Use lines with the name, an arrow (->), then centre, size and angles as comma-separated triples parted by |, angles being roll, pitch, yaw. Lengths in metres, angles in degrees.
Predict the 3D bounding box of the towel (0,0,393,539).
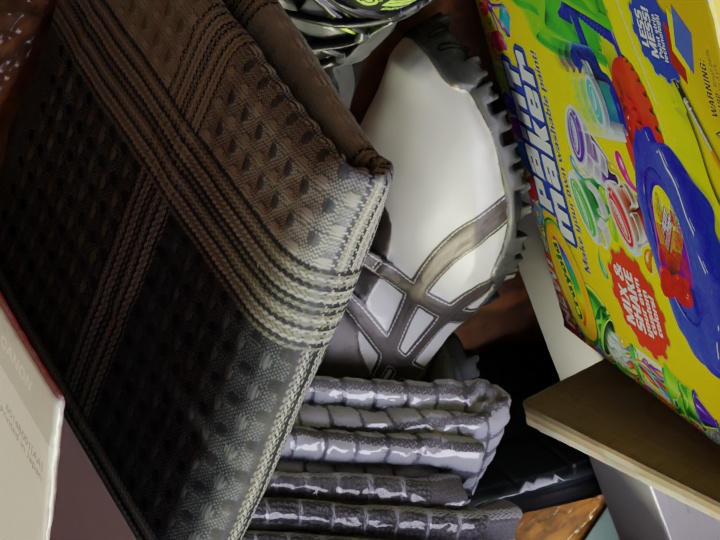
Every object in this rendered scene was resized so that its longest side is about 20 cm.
towel -> -0.064, -0.001, 0.914 | 0.035, 0.200, 0.193 | 6, 120, -32

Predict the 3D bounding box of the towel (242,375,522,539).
towel -> -0.052, 0.113, 1.080 | 0.200, 0.086, 0.166 | 3, 147, -21

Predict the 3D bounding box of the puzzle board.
puzzle board -> 0.166, 0.043, 1.011 | 0.151, 0.200, 0.017 | -26, 112, -19

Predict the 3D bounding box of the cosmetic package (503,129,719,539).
cosmetic package -> 0.117, 0.024, 1.126 | 0.083, 0.051, 0.200 | -29, 115, -17

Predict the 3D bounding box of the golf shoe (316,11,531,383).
golf shoe -> 0.000, 0.000, 1.065 | 0.094, 0.078, 0.200 | -13, 135, -25

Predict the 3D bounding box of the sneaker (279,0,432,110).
sneaker -> -0.012, -0.098, 0.951 | 0.071, 0.083, 0.200 | -6, 133, -31

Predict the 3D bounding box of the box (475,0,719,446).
box -> 0.136, -0.057, 0.964 | 0.122, 0.193, 0.200 | -24, 116, -14

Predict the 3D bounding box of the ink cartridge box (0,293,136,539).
ink cartridge box -> -0.118, 0.034, 0.885 | 0.045, 0.200, 0.176 | -12, 136, -27

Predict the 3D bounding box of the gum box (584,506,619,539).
gum box -> 0.136, 0.207, 1.296 | 0.045, 0.170, 0.200 | 3, 127, -44

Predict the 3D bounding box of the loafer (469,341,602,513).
loafer -> 0.090, 0.068, 1.205 | 0.200, 0.073, 0.072 | -17, 142, -19
